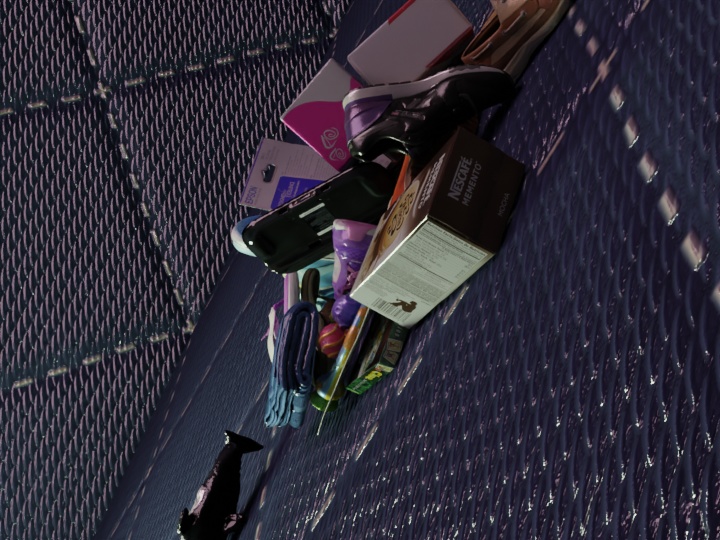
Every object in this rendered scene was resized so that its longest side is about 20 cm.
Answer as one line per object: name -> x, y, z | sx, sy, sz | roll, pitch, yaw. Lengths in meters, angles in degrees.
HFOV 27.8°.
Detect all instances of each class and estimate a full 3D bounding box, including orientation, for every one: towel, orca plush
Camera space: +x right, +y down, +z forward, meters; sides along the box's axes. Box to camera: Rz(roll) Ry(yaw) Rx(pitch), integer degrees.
towel -> -0.079, 0.112, 1.683 | 0.200, 0.048, 0.112 | 103, 174, -70
orca plush -> -0.168, 0.312, 1.877 | 0.200, 0.071, 0.105 | -62, -36, -26

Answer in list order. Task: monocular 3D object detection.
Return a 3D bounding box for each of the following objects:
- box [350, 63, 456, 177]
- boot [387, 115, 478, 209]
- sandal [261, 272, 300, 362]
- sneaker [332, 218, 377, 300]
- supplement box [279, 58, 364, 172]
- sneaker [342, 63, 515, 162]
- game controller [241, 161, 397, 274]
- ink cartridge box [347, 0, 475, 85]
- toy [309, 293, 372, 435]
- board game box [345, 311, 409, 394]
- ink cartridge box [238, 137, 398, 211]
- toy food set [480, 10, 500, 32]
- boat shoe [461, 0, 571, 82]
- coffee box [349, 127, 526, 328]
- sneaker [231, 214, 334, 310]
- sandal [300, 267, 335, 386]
box -> 0.049, -0.159, 1.850 | 0.200, 0.046, 0.159 | -46, -3, -39
boot -> 0.078, -0.130, 1.727 | 0.107, 0.075, 0.200 | 123, 169, -54
sandal -> -0.104, 0.098, 1.879 | 0.082, 0.050, 0.203 | -103, 15, -73
sneaker -> 0.000, 0.000, 1.708 | 0.200, 0.080, 0.089 | 85, -159, -75
supplement box -> -0.022, -0.190, 1.841 | 0.103, 0.101, 0.200 | -48, -3, 3
sneaker -> 0.080, -0.168, 1.642 | 0.076, 0.199, 0.088 | 48, -146, -61
game controller -> -0.044, -0.063, 1.768 | 0.200, 0.104, 0.042 | -28, 41, 15
ink cartridge box -> 0.072, -0.278, 1.874 | 0.145, 0.083, 0.200 | -43, -4, 5
toy -> -0.021, 0.073, 1.620 | 0.115, 0.047, 0.200 | -66, -5, -56
board game box -> 0.042, 0.034, 1.597 | 0.200, 0.023, 0.105 | -68, 9, -26
ink cartridge box -> -0.052, -0.105, 1.953 | 0.198, 0.199, 0.043 | -77, -2, -58
toy food set -> 0.208, -0.362, 1.741 | 0.200, 0.049, 0.198 | -57, 10, 25
boat shoe -> 0.181, -0.291, 1.624 | 0.200, 0.072, 0.076 | -57, 11, 28
coffee box -> 0.075, -0.038, 1.458 | 0.200, 0.080, 0.113 | -47, 18, 56
sneaker -> -0.092, 0.000, 1.950 | 0.131, 0.200, 0.080 | -65, 31, 32
sandal -> -0.044, 0.076, 1.842 | 0.201, 0.057, 0.080 | -104, 14, -51
